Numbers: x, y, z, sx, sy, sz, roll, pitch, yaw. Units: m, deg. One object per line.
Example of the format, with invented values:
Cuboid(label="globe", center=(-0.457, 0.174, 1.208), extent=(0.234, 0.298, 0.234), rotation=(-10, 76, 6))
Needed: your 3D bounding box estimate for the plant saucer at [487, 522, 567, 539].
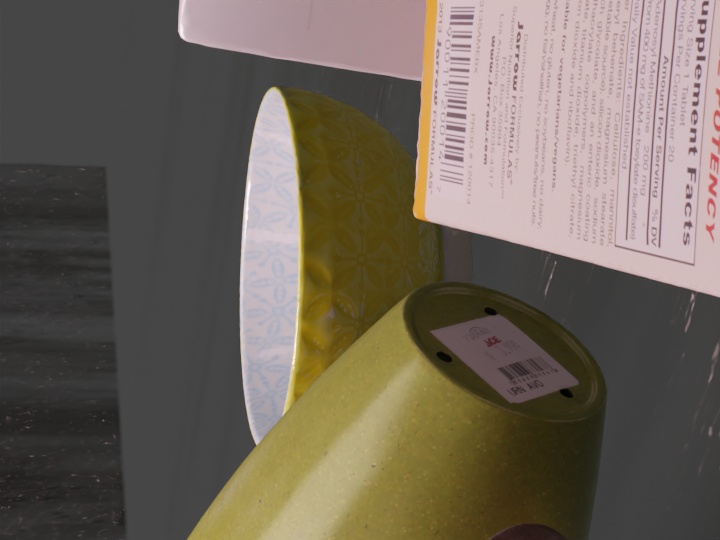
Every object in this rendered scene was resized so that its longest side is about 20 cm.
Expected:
Cuboid(label="plant saucer", center=(0.059, 0.194, 0.709), extent=(0.200, 0.032, 0.201), rotation=(-21, -66, -58))

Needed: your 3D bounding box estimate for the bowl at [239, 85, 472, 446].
Cuboid(label="bowl", center=(0.000, 0.000, 1.063), extent=(0.200, 0.107, 0.201), rotation=(-179, 90, -78))

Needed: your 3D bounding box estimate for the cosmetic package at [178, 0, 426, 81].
Cuboid(label="cosmetic package", center=(0.042, -0.171, 0.639), extent=(0.200, 0.164, 0.165), rotation=(-77, -4, -62))

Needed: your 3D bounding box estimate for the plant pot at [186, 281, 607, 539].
Cuboid(label="plant pot", center=(0.024, 0.112, 0.841), extent=(0.187, 0.187, 0.200), rotation=(-106, 36, -55))

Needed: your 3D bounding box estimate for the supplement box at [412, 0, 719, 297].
Cuboid(label="supplement box", center=(0.106, -0.036, 0.464), extent=(0.200, 0.126, 0.074), rotation=(-161, 73, -69))
